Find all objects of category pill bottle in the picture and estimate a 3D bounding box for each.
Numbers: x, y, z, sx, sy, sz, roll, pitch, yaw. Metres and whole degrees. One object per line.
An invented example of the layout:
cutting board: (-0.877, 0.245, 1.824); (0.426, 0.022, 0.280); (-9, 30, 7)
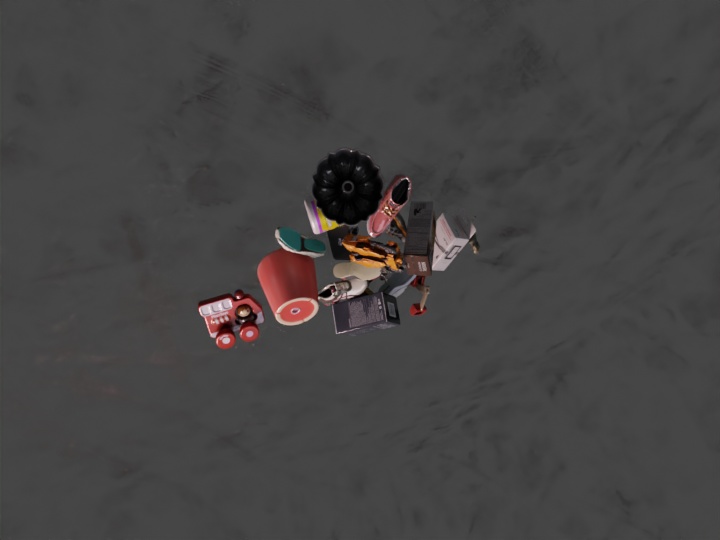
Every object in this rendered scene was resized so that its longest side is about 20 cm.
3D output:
pill bottle: (-0.055, -0.183, 1.491); (0.195, 0.106, 0.105); (-19, 146, -4)

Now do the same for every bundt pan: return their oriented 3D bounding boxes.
bundt pan: (-0.035, -0.217, 1.402); (0.197, 0.207, 0.076); (-17, 180, -6)

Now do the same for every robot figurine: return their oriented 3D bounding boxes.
robot figurine: (0.046, -0.054, 1.595); (0.195, 0.059, 0.146); (12, 150, 27)

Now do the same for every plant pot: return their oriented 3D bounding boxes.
plant pot: (-0.219, 0.058, 1.658); (0.195, 0.180, 0.203); (-14, 145, -10)

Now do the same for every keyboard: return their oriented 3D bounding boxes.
keyboard: (-0.050, -0.105, 1.674); (0.101, 0.040, 0.202); (2, 146, 7)

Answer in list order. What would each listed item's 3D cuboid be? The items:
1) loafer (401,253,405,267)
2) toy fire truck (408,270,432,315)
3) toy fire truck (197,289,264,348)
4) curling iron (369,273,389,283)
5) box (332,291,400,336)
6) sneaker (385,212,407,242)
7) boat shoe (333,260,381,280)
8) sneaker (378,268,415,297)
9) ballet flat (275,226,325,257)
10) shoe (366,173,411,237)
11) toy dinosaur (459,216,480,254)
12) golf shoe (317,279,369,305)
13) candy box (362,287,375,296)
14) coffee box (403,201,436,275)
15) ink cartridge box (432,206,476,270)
loafer: (0.086, -0.020, 1.820); (0.195, 0.073, 0.063); (-1, 147, -32)
toy fire truck: (0.221, 0.054, 1.924); (0.047, 0.143, 0.202); (-3, 142, -24)
toy fire truck: (-0.424, 0.148, 1.741); (0.195, 0.113, 0.171); (-16, 127, -10)
curling iron: (0.033, 0.043, 1.844); (0.049, 0.026, 0.198); (43, 143, -19)
box: (0.022, 0.157, 1.853); (0.195, 0.110, 0.148); (-16, 164, 20)
sneaker: (0.090, -0.150, 1.647); (0.076, 0.079, 0.200); (-30, 135, 16)
boat shoe: (0.000, 0.000, 1.740); (0.196, 0.073, 0.062); (-4, 170, 38)
sneaker: (0.148, 0.041, 1.942); (0.070, 0.075, 0.199); (3, 148, -45)
ballet flat: (-0.191, -0.076, 1.596); (0.197, 0.073, 0.072); (20, 128, -44)
shoe: (0.082, -0.185, 1.511); (0.070, 0.091, 0.203); (28, 97, -10)
toy dinosaur: (0.383, -0.114, 1.877); (0.087, 0.048, 0.201); (-36, 145, -6)
golf shoe: (-0.061, 0.068, 1.814); (0.196, 0.079, 0.088); (-24, 164, 15)
candy box: (0.011, 0.102, 1.935); (0.100, 0.027, 0.200); (-9, 154, 24)
coffee box: (0.190, -0.100, 1.641); (0.078, 0.205, 0.114); (2, 150, 15)
ink cartridge box: (0.290, -0.110, 1.767); (0.066, 0.118, 0.201); (4, 137, -33)
